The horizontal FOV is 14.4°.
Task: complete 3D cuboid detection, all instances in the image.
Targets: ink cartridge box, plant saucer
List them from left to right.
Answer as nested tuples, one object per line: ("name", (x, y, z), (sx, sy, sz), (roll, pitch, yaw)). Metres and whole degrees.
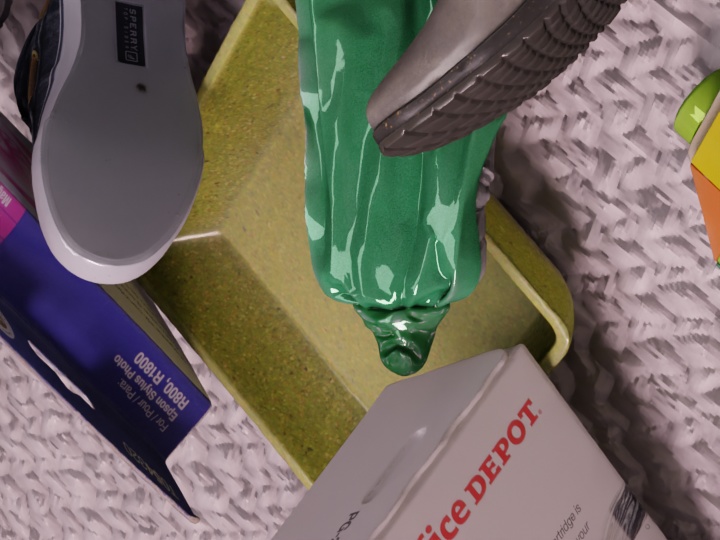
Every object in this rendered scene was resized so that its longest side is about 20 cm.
("ink cartridge box", (-0.141, -0.009, 1.240), (0.196, 0.043, 0.200), (50, -177, -45))
("plant saucer", (0.000, 0.000, 1.215), (0.200, 0.048, 0.200), (50, 140, 14))
("ink cartridge box", (0.058, 0.153, 1.121), (0.084, 0.145, 0.200), (-18, 116, 47))

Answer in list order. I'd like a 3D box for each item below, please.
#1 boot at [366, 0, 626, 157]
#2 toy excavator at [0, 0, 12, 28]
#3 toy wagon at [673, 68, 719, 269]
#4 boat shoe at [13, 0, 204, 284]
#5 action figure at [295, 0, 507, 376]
("boot", (0.049, -0.147, 1.033), (0.200, 0.068, 0.131), (-46, 73, 23))
("toy excavator", (-0.231, -0.179, 1.261), (0.100, 0.195, 0.200), (35, 168, 30))
("toy wagon", (0.177, -0.018, 1.014), (0.155, 0.040, 0.200), (46, 139, 19))
("boat shoe", (-0.112, -0.059, 1.224), (0.091, 0.071, 0.201), (122, 156, -48))
("action figure", (0.018, -0.059, 1.100), (0.118, 0.055, 0.201), (4, 94, 15))
